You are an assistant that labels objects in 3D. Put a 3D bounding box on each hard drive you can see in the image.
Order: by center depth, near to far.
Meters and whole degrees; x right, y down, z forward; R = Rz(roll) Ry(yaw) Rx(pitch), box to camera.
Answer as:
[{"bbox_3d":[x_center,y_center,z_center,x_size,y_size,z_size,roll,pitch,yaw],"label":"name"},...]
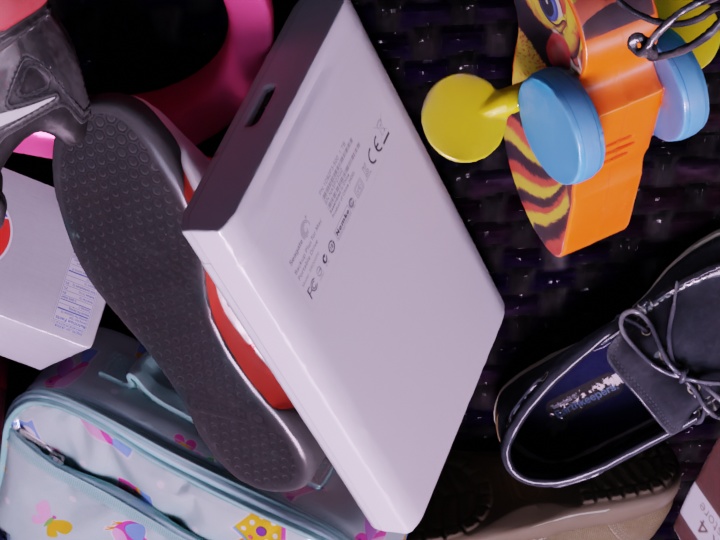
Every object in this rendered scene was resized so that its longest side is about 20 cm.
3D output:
[{"bbox_3d":[0.000,0.000,0.844,0.026,0.132,0.200,3,141,30],"label":"hard drive"}]

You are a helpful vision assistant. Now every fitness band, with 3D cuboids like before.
[{"bbox_3d":[-0.133,-0.108,0.799,0.200,0.037,0.144,11,131,-14],"label":"fitness band"}]

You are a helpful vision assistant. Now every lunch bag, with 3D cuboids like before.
[{"bbox_3d":[-0.083,0.121,0.942,0.200,0.077,0.160,25,134,7],"label":"lunch bag"}]

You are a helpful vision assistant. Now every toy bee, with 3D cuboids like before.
[{"bbox_3d":[0.095,-0.095,0.803,0.131,0.109,0.200,-13,156,-36],"label":"toy bee"}]

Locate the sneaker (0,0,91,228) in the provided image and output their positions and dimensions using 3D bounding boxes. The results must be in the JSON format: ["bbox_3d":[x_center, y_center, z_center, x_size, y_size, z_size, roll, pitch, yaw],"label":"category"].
[{"bbox_3d":[-0.187,-0.038,0.747,0.200,0.071,0.098,-32,110,-1],"label":"sneaker"}]

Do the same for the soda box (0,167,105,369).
[{"bbox_3d":[-0.204,-0.023,0.838,0.200,0.064,0.068,22,160,-24],"label":"soda box"}]

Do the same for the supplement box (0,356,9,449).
[{"bbox_3d":[-0.217,0.095,0.867,0.109,0.200,0.061,21,126,-22],"label":"supplement box"}]

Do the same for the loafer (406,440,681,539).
[{"bbox_3d":[0.063,0.131,1.008,0.200,0.076,0.067,-7,127,2],"label":"loafer"}]

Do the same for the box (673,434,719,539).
[{"bbox_3d":[0.286,0.108,0.905,0.200,0.166,0.164,-8,138,-28],"label":"box"}]

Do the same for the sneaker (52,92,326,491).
[{"bbox_3d":[-0.055,-0.013,0.854,0.067,0.108,0.201,-7,125,32],"label":"sneaker"}]

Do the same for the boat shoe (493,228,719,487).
[{"bbox_3d":[0.144,0.042,0.932,0.200,0.062,0.075,-33,101,25],"label":"boat shoe"}]
